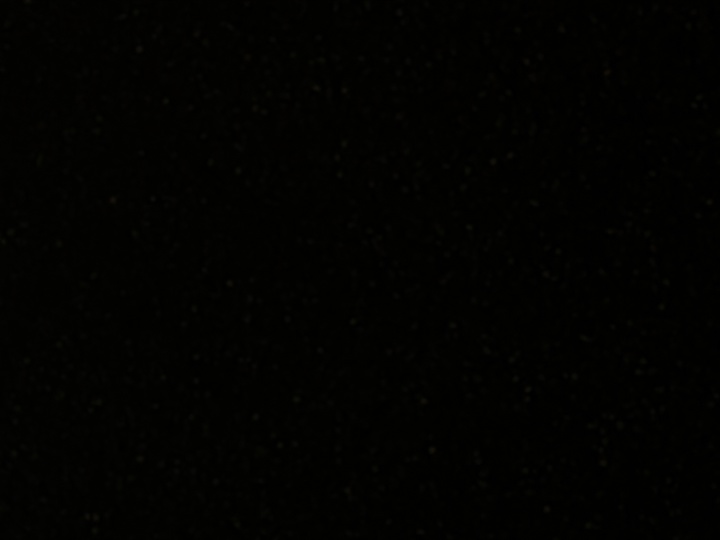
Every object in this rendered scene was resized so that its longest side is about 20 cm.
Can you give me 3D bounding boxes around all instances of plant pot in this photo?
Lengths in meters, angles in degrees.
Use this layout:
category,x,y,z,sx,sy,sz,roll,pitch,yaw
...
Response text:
category,x,y,z,sx,sy,sz,roll,pitch,yaw
plant pot,0.016,-0.008,0.405,0.177,0.200,0.200,20,6,-13
